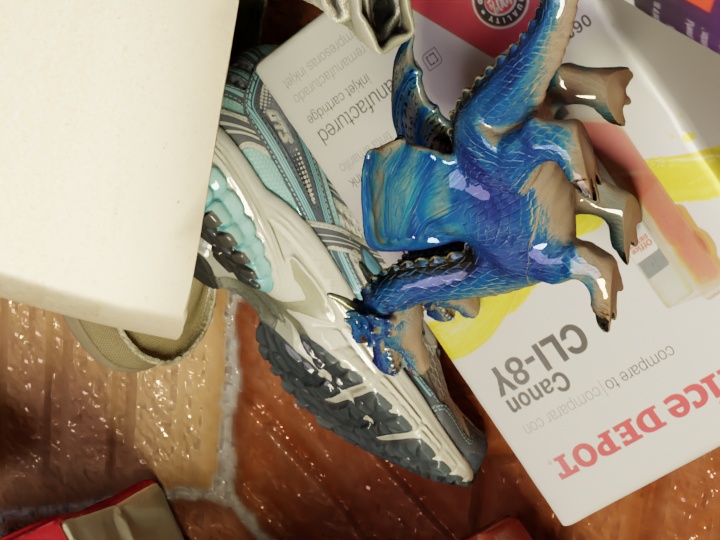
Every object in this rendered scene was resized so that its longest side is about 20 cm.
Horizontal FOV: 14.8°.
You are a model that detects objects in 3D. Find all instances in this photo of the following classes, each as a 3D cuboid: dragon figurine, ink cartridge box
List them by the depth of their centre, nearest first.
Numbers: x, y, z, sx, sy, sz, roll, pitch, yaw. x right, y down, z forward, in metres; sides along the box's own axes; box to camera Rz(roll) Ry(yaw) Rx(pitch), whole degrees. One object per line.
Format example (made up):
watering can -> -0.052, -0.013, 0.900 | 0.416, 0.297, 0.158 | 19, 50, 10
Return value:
dragon figurine -> 0.032, -0.035, 0.864 | 0.099, 0.059, 0.200 | 6, 141, 16
ink cartridge box -> 0.081, -0.032, 0.952 | 0.145, 0.083, 0.200 | -33, 91, 42

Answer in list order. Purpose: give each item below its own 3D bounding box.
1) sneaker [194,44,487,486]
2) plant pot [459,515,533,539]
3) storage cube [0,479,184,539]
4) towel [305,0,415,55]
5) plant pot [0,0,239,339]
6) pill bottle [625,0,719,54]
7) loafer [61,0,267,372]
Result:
sneaker -> 0.000, 0.000, 1.038 | 0.078, 0.086, 0.200 | 15, 148, 54
plant pot -> 0.043, 0.212, 1.056 | 0.201, 0.201, 0.195 | -36, 82, 43
storage cube -> -0.144, 0.204, 1.136 | 0.180, 0.171, 0.200 | -25, 86, 9
towel -> -0.031, -0.178, 0.904 | 0.200, 0.035, 0.193 | -139, 41, -69
plant pot -> -0.146, -0.108, 0.902 | 0.200, 0.177, 0.200 | -126, 43, -66
pill bottle -> 0.139, -0.111, 0.830 | 0.200, 0.111, 0.111 | 30, 129, 11
loafer -> -0.075, -0.043, 1.072 | 0.067, 0.076, 0.200 | 24, 127, 33
